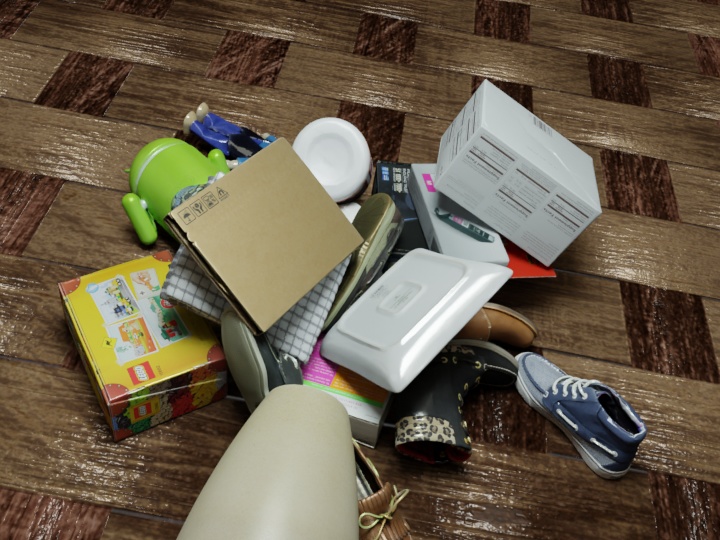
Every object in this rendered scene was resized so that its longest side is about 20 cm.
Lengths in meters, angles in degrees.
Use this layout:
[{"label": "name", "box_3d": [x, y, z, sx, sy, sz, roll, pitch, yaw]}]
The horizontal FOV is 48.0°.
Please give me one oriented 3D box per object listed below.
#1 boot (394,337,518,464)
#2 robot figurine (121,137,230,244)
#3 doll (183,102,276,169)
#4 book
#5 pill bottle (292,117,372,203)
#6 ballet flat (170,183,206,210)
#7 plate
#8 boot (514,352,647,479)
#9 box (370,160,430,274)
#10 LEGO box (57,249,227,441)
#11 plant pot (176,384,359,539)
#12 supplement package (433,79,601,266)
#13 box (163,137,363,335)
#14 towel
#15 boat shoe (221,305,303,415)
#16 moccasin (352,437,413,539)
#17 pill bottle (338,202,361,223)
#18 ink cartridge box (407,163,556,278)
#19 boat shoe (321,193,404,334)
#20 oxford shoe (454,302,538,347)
[{"label": "boot", "box_3d": [0.115, 0.157, 0.988, 0.197, 0.073, 0.153, 19, 51, -27]}, {"label": "robot figurine", "box_3d": [-0.255, -0.113, 1.168, 0.174, 0.117, 0.199, -35, 59, -29]}, {"label": "doll", "box_3d": [-0.189, -0.201, 1.310, 0.197, 0.049, 0.137, 26, 38, 7]}, {"label": "book", "box_3d": [-0.009, 0.114, 1.040, 0.131, 0.049, 0.201, 18, 44, 10]}, {"label": "pill bottle", "box_3d": [-0.038, -0.153, 1.186, 0.110, 0.116, 0.200, 11, 2, 2]}, {"label": "ballet flat", "box_3d": [-0.154, -0.095, 1.082, 0.197, 0.075, 0.074, -21, 52, -33]}, {"label": "plate", "box_3d": [0.054, 0.043, 0.963, 0.199, 0.033, 0.199, -44, 25, -17]}, {"label": "boot", "box_3d": [0.272, 0.156, 1.010, 0.072, 0.091, 0.200, -24, 54, -29]}, {"label": "box", "box_3d": [0.098, -0.061, 1.195, 0.160, 0.087, 0.203, 6, 45, -5]}, {"label": "LEGO box", "box_3d": [-0.269, 0.085, 1.000, 0.147, 0.078, 0.201, -18, 52, -25]}, {"label": "plant pot", "box_3d": [-0.074, 0.225, 0.804, 0.183, 0.189, 0.203, 13, 52, 4]}, {"label": "supplement package", "box_3d": [0.213, -0.135, 1.108, 0.198, 0.111, 0.157, 33, 34, -12]}, {"label": "box", "box_3d": [-0.102, -0.045, 0.922, 0.164, 0.021, 0.200, 51, 48, -4]}, {"label": "towel", "box_3d": [-0.125, -0.001, 0.983, 0.198, 0.085, 0.168, 28, 74, -21]}, {"label": "boat shoe", "box_3d": [-0.102, 0.123, 0.927, 0.067, 0.203, 0.071, -34, 21, -36]}, {"label": "moccasin", "box_3d": [0.010, 0.257, 0.877, 0.072, 0.078, 0.203, -14, 55, -25]}, {"label": "pill bottle", "box_3d": [-0.085, -0.023, 1.108, 0.196, 0.118, 0.117, -16, 50, -23]}, {"label": "ink cartridge box", "box_3d": [0.170, -0.071, 1.128, 0.170, 0.044, 0.202, -3, 47, -13]}, {"label": "boat shoe", "box_3d": [0.000, -0.001, 1.055, 0.071, 0.066, 0.204, 14, 73, 53]}, {"label": "oxford shoe", "box_3d": [0.146, 0.078, 1.079, 0.196, 0.071, 0.073, 15, 63, -14]}]
